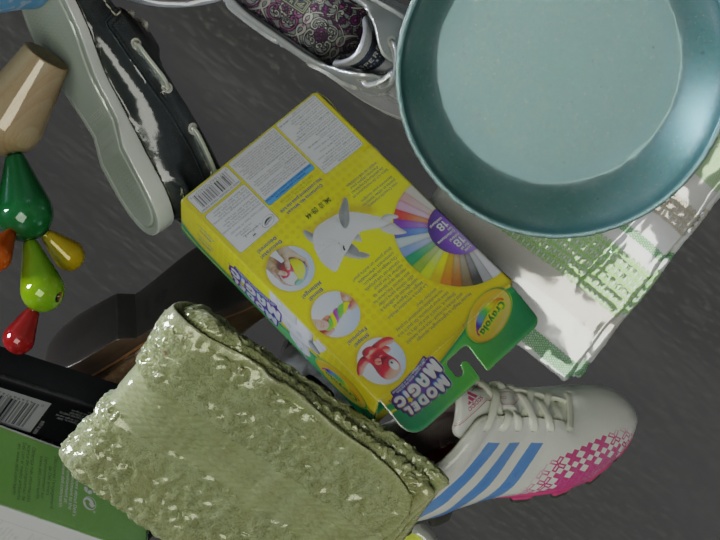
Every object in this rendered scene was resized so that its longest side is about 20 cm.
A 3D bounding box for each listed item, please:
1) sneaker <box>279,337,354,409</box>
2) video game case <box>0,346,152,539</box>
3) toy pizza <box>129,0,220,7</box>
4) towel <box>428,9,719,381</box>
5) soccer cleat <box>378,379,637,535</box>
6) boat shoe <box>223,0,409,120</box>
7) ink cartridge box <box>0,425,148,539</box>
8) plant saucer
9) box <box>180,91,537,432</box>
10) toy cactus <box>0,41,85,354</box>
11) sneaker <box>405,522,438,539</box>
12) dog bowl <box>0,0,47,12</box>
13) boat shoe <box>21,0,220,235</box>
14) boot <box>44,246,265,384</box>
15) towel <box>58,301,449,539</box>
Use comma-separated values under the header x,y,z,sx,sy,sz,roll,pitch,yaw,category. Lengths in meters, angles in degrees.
x,y,z,sx,sy,sz,roll,pitch,yaw,category
-0.045,0.104,1.278,0.074,0.080,0.200,34,107,-3,sneaker
-0.210,0.122,1.261,0.199,0.026,0.181,20,135,-23,video game case
-0.118,-0.256,1.191,0.199,0.032,0.202,2,108,6,toy pizza
0.133,-0.042,1.225,0.149,0.031,0.200,33,109,-12,towel
0.088,0.100,1.221,0.199,0.070,0.087,-17,131,-22,soccer cleat
-0.001,-0.139,1.189,0.199,0.069,0.072,35,108,-15,boat shoe
-0.197,0.164,1.245,0.199,0.060,0.104,24,134,-26,ink cartridge box
0.118,-0.120,1.166,0.198,0.036,0.202,-1,106,-2,plant saucer
0.000,0.000,1.191,0.117,0.048,0.200,-39,73,-19,box
-0.226,-0.059,1.217,0.200,0.102,0.165,45,107,37,toy cactus
-0.027,0.236,1.320,0.200,0.076,0.075,-39,98,16,sneaker
-0.246,-0.242,1.167,0.049,0.111,0.201,-26,108,-29,dog bowl
-0.150,-0.123,1.226,0.060,0.075,0.201,-29,103,-26,boat shoe
-0.100,0.036,1.277,0.199,0.074,0.076,-25,123,18,boot
-0.063,0.117,1.163,0.199,0.037,0.149,34,115,-13,towel
